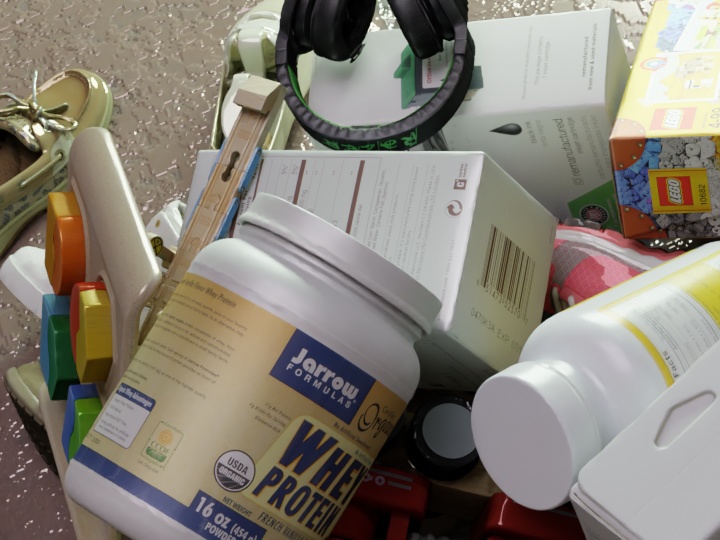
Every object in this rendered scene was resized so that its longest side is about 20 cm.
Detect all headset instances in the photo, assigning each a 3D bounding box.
[{"bbox_3d":[0.015,-0.162,1.745,0.123,0.094,0.200,-1,69,14],"label":"headset"}]

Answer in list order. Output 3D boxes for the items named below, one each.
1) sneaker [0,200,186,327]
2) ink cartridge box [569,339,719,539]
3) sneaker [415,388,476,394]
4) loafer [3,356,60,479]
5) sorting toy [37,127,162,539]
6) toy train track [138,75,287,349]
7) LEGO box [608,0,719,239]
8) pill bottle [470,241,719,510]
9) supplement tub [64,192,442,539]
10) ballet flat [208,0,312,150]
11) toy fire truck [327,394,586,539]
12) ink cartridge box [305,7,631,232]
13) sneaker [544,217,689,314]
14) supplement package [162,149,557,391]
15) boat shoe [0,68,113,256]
[{"bbox_3d":[-0.148,0.001,1.821,0.200,0.074,0.116,30,99,36],"label":"sneaker"},{"bbox_3d":[0.211,0.147,1.534,0.146,0.200,0.083,-42,53,-13],"label":"ink cartridge box"},{"bbox_3d":[-0.001,0.064,1.763,0.200,0.075,0.079,4,65,31],"label":"sneaker"},{"bbox_3d":[-0.153,0.113,1.774,0.067,0.076,0.200,-39,54,-20],"label":"loafer"},{"bbox_3d":[-0.164,0.042,1.646,0.036,0.200,0.185,1,33,-18],"label":"sorting toy"},{"bbox_3d":[-0.100,-0.027,1.653,0.115,0.033,0.200,19,81,36],"label":"toy train track"},{"bbox_3d":[0.248,-0.104,1.743,0.149,0.077,0.200,-1,33,17],"label":"LEGO box"},{"bbox_3d":[0.161,0.063,1.578,0.200,0.112,0.112,-23,44,-37],"label":"pill bottle"},{"bbox_3d":[-0.056,0.072,1.527,0.144,0.144,0.200,27,83,33],"label":"supplement tub"},{"bbox_3d":[-0.071,-0.129,1.926,0.069,0.070,0.200,-4,53,17],"label":"ballet flat"},{"bbox_3d":[0.039,0.175,1.597,0.176,0.129,0.200,15,65,-3],"label":"toy fire truck"},{"bbox_3d":[0.079,-0.087,1.790,0.200,0.146,0.084,-5,54,17],"label":"ink cartridge box"},{"bbox_3d":[0.164,0.026,1.723,0.200,0.074,0.087,9,60,25],"label":"sneaker"},{"bbox_3d":[0.000,0.000,1.678,0.200,0.117,0.118,2,71,30],"label":"supplement package"},{"bbox_3d":[-0.249,-0.073,1.949,0.073,0.063,0.200,21,64,32],"label":"boat shoe"}]
